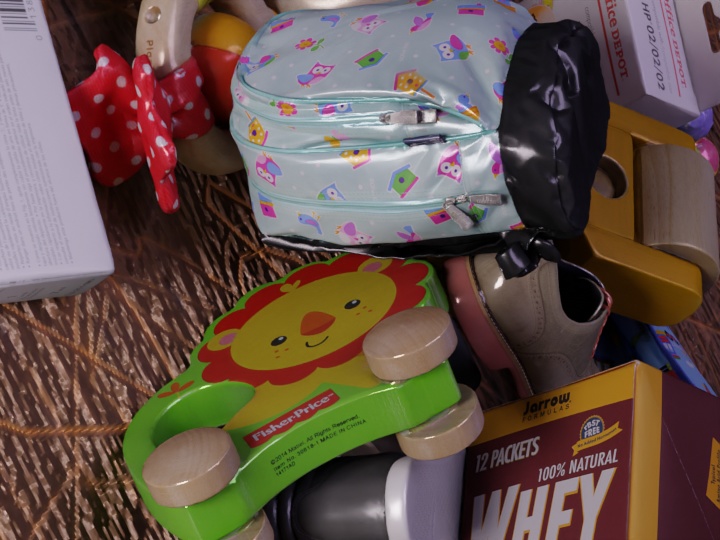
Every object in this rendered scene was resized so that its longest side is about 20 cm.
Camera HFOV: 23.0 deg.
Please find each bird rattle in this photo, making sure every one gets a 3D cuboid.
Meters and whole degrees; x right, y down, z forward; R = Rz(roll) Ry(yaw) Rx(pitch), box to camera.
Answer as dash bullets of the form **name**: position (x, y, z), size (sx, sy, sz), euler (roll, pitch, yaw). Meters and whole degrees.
- **bird rattle**: position (-0.091, -0.122, 1.016), size (0.163, 0.112, 0.202), euler (34, 48, -55)

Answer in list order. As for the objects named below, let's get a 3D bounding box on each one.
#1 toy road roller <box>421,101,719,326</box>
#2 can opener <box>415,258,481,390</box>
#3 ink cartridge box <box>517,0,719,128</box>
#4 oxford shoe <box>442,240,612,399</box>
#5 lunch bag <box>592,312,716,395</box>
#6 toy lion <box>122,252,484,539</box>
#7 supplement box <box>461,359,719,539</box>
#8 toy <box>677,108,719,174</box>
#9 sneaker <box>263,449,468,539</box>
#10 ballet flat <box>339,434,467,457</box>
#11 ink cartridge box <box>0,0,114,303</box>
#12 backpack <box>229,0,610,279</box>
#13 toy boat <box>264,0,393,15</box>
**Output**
- **toy road roller**: position (0.118, -0.029, 1.139), size (0.199, 0.146, 0.124), euler (17, 55, -18)
- **can opener**: position (0.000, 0.000, 1.101), size (0.067, 0.053, 0.201), euler (-29, 94, -19)
- **ink cartridge box**: position (0.161, -0.142, 1.227), size (0.068, 0.199, 0.116), euler (13, 60, -44)
- **oxford shoe**: position (0.119, 0.043, 1.038), size (0.200, 0.074, 0.071), euler (43, 27, -54)
- **lunch bag**: position (0.189, 0.062, 1.211), size (0.151, 0.094, 0.201), euler (44, 25, -52)
- **toy lion**: position (-0.037, 0.057, 0.937), size (0.199, 0.192, 0.069), euler (-29, 116, -13)
- **supplement box**: position (0.169, 0.185, 0.988), size (0.199, 0.132, 0.199), euler (24, 60, -32)
- **toy**: position (0.240, -0.077, 1.331), size (0.115, 0.047, 0.202), euler (-22, 119, -58)
- **sneaker**: position (0.004, 0.131, 0.987), size (0.200, 0.098, 0.071), euler (28, 61, -72)
- **ballet flat**: position (0.015, 0.100, 1.051), size (0.199, 0.046, 0.068), euler (13, 60, -45)
- **ink cartridge box**: position (-0.223, -0.079, 0.881), size (0.173, 0.043, 0.202), euler (-7, 76, -46)
- **backpack**: position (0.029, -0.079, 0.976), size (0.167, 0.198, 0.128), euler (-59, 144, -58)
- **toy boat**: position (-0.001, -0.210, 1.163), size (0.131, 0.129, 0.201), euler (67, 22, -51)
